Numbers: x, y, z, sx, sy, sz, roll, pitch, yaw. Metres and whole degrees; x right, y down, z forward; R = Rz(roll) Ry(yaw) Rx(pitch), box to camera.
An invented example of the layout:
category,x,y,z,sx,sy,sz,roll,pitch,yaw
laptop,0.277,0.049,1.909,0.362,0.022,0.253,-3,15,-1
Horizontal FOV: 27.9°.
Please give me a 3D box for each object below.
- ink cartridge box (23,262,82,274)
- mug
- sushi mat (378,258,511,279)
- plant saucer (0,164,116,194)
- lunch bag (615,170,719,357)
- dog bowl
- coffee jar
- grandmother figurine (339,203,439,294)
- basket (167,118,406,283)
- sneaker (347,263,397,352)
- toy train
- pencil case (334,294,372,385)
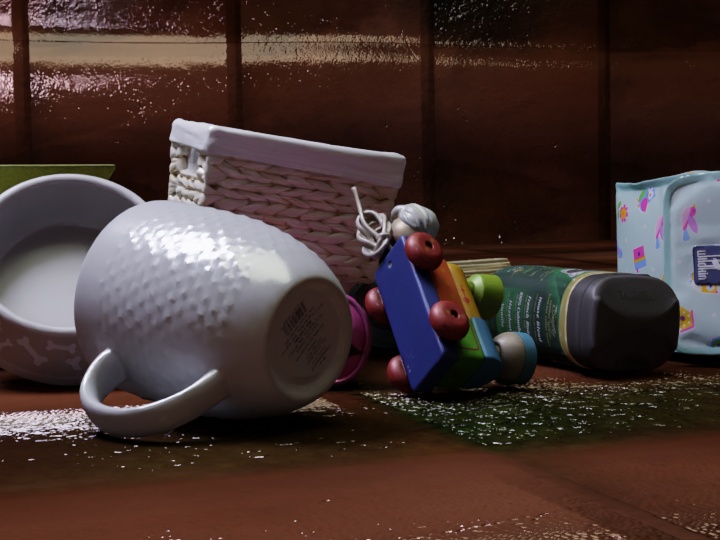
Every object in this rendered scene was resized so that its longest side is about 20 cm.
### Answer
category,x,y,z,sx,sy,sz,roll,pitch,yaw
ink cartridge box,-0.208,0.041,1.327,0.197,0.096,0.037,-2,-5,-14
mug,-0.112,0.048,1.029,0.174,0.149,0.200,12,42,42
sushi mat,0.097,0.035,1.428,0.198,0.097,0.012,-4,-20,-45
plant saucer,-0.377,-0.080,1.440,0.197,0.049,0.199,2,5,30
lunch bag,0.323,-0.006,1.336,0.120,0.173,0.200,-1,1,-20
dog bowl,-0.253,0.000,1.264,0.197,0.202,0.059,-2,-37,-13
coffee jar,0.196,0.042,1.307,0.103,0.087,0.200,1,2,-23
grandmother figurine,0.000,0.000,1.499,0.199,0.061,0.121,-37,5,-17
basket,-0.076,-0.063,1.350,0.197,0.125,0.135,7,5,-23
sneaker,0.059,0.022,1.471,0.079,0.097,0.199,29,21,26
toy train,0.068,0.010,1.196,0.114,0.202,0.085,9,-45,-32
pencil case,-0.049,0.049,1.271,0.093,0.091,0.200,34,-5,-10
